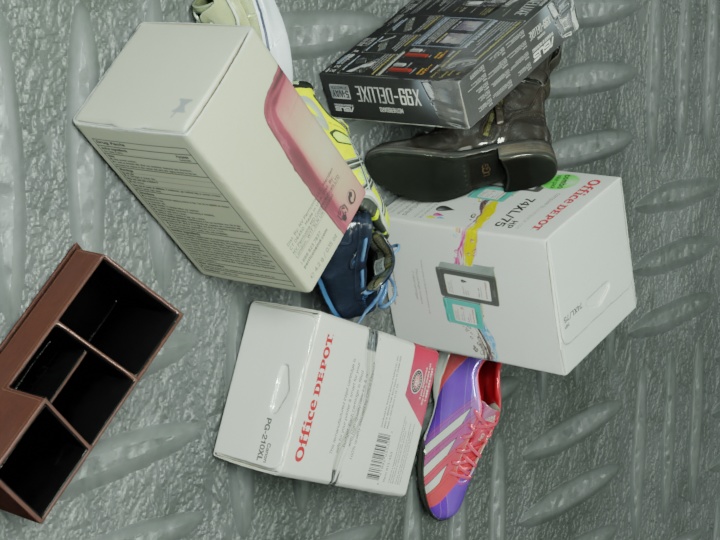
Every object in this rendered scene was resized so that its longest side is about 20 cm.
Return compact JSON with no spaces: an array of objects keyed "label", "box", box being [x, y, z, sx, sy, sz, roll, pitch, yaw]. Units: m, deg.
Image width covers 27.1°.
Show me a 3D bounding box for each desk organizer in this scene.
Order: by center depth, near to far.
[{"label":"desk organizer","box":[-0.224,0.082,1.110,0.200,0.077,0.072,-58,137,-26]}]

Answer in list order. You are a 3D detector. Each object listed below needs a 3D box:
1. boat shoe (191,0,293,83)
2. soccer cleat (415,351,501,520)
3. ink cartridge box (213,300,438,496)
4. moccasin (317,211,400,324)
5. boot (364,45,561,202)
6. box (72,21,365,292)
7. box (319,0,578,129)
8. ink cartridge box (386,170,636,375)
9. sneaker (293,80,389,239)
[{"label":"boat shoe","box":[-0.108,-0.219,1.215,0.062,0.072,0.201,-24,115,-20]},{"label":"soccer cleat","box":[0.108,0.166,1.557,0.068,0.073,0.201,6,92,-52]},{"label":"ink cartridge box","box":[-0.028,0.119,1.364,0.200,0.084,0.145,21,81,-53]},{"label":"moccasin","box":[0.000,0.000,1.334,0.200,0.068,0.081,53,31,-74]},{"label":"boot","box":[0.103,-0.157,1.460,0.069,0.199,0.175,89,0,-54]},{"label":"box","box":[-0.106,-0.089,1.182,0.109,0.128,0.200,-60,139,-24]},{"label":"box","box":[0.084,-0.203,1.378,0.200,0.157,0.050,-44,130,-38]},{"label":"ink cartridge box","box":[0.144,-0.008,1.461,0.147,0.200,0.146,-36,125,-42]},{"label":"sneaker","box":[-0.020,-0.092,1.339,0.200,0.075,0.077,54,44,-51]}]
